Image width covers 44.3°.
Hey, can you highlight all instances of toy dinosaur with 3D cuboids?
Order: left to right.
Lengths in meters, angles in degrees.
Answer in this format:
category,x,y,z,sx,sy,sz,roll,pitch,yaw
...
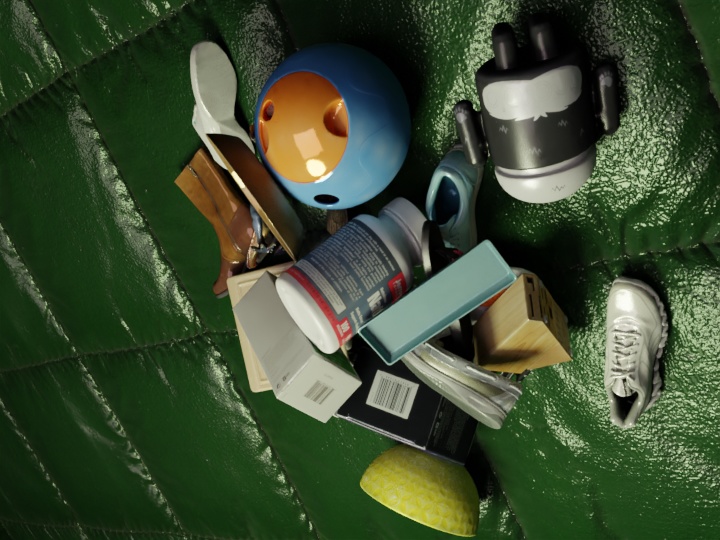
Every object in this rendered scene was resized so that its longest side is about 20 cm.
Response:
category,x,y,z,sx,sy,sz,roll,pitch,yaw
toy dinosaur,-0.149,-0.118,1.306,0.198,0.104,0.185,-23,74,43

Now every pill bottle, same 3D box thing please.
category,x,y,z,sx,sy,sz,roll,pitch,yaw
pill bottle,0.000,0.000,1.139,0.120,0.199,0.120,47,164,18

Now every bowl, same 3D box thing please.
category,x,y,z,sx,sy,sz,roll,pitch,yaw
bowl,0.108,0.323,1.391,0.197,0.200,0.110,21,87,26

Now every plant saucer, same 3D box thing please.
category,x,y,z,sx,sy,sz,roll,pitch,yaw
plant saucer,-0.128,-0.102,1.142,0.202,0.035,0.200,53,175,6
plant saucer,0.092,0.038,1.080,0.198,0.019,0.070,-35,116,17

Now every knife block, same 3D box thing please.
category,x,y,z,sx,sy,sz,roll,pitch,yaw
knife block,0.180,0.090,1.157,0.173,0.065,0.200,-16,148,22

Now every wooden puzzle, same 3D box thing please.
category,x,y,z,sx,sy,sz,roll,pitch,yaw
wooden puzzle,-0.111,0.084,1.385,0.197,0.037,0.189,-13,90,28

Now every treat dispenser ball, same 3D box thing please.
category,x,y,z,sx,sy,sz,roll,pitch,yaw
treat dispenser ball,-0.035,-0.180,1.108,0.198,0.201,0.204,20,130,26

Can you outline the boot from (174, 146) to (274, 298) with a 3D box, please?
category,x,y,z,sx,sy,sz,roll,pitch,yaw
boot,-0.241,-0.071,1.442,0.201,0.068,0.188,48,137,2

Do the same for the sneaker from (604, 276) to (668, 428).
category,x,y,z,sx,sy,sz,roll,pitch,yaw
sneaker,0.336,0.105,1.098,0.074,0.081,0.204,8,122,36

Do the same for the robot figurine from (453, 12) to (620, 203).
category,x,y,z,sx,sy,sz,roll,pitch,yaw
robot figurine,0.196,-0.177,0.987,0.149,0.124,0.203,10,125,46

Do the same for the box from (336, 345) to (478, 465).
category,x,y,z,sx,sy,sz,roll,pitch,yaw
box,0.078,0.197,1.274,0.146,0.106,0.200,16,169,28

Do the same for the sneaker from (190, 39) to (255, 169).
category,x,y,z,sx,sy,sz,roll,pitch,yaw
sneaker,-0.225,-0.241,1.317,0.088,0.075,0.203,18,130,43

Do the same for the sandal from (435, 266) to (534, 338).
category,x,y,z,sx,sy,sz,roll,pitch,yaw
sandal,0.149,0.031,1.200,0.204,0.060,0.080,-22,122,30

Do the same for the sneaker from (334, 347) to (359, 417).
category,x,y,z,sx,sy,sz,roll,pitch,yaw
sneaker,-0.035,0.136,1.417,0.128,0.079,0.202,-24,97,39

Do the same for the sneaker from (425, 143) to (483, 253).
category,x,y,z,sx,sy,sz,roll,pitch,yaw
sneaker,0.110,-0.063,1.159,0.073,0.082,0.203,20,129,27

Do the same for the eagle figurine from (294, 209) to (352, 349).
category,x,y,z,sx,sy,sz,roll,pitch,yaw
eagle figurine,-0.015,0.010,1.275,0.199,0.152,0.151,41,166,-10

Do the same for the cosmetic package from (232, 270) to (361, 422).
category,x,y,z,sx,sy,sz,roll,pitch,yaw
cosmetic package,-0.093,0.104,1.242,0.085,0.107,0.201,-46,43,11

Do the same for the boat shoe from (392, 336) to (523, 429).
category,x,y,z,sx,sy,sz,roll,pitch,yaw
boat shoe,0.112,0.121,1.132,0.200,0.065,0.075,34,168,29

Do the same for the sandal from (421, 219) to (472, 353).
category,x,y,z,sx,sy,sz,roll,pitch,yaw
sandal,0.122,0.017,1.119,0.044,0.076,0.202,-8,124,25
